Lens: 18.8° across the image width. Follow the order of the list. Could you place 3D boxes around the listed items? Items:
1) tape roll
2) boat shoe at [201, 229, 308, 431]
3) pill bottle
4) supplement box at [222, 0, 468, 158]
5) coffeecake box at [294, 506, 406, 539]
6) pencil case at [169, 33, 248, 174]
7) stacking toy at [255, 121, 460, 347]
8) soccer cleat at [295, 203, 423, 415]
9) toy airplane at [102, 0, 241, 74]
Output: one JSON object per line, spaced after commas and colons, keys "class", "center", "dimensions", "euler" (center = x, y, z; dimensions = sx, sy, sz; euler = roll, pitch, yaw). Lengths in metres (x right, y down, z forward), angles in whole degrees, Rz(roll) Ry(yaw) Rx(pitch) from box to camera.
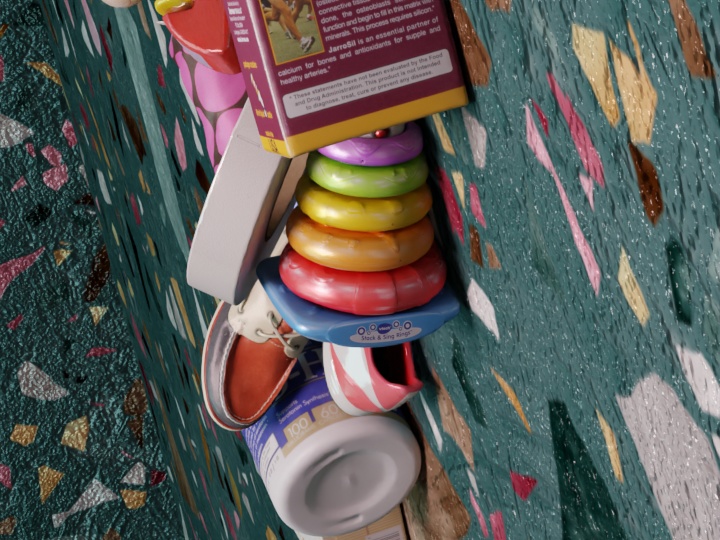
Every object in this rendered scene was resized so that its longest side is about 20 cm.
{"class": "tape roll", "center": [-0.056, -0.075, 1.406], "dimensions": [0.203, 0.037, 0.204], "euler": [24, -90, -87]}
{"class": "boat shoe", "center": [-0.057, 0.023, 1.597], "dimensions": [0.062, 0.071, 0.202], "euler": [9, 74, 61]}
{"class": "pill bottle", "center": [-0.041, 0.095, 1.690], "dimensions": [0.120, 0.119, 0.201], "euler": [84, 163, -46]}
{"class": "supplement box", "center": [-0.023, -0.175, 1.224], "dimensions": [0.086, 0.109, 0.202], "euler": [-158, 52, -76]}
{"class": "coffeecake box", "center": [-0.029, 0.165, 1.858], "dimensions": [0.200, 0.072, 0.155], "euler": [-131, 26, -64]}
{"class": "pencil case", "center": [-0.090, -0.106, 1.718], "dimensions": [0.094, 0.090, 0.202], "euler": [108, 145, -71]}
{"class": "stacking toy", "center": [0.004, -0.063, 1.347], "dimensions": [0.110, 0.115, 0.202], "euler": [-130, 39, -57]}
{"class": "soccer cleat", "center": [0.000, 0.000, 1.534], "dimensions": [0.073, 0.068, 0.202], "euler": [-15, 86, 52]}
{"class": "toy airplane", "center": [-0.136, -0.246, 1.584], "dimensions": [0.201, 0.140, 0.199], "euler": [62, -168, -17]}
